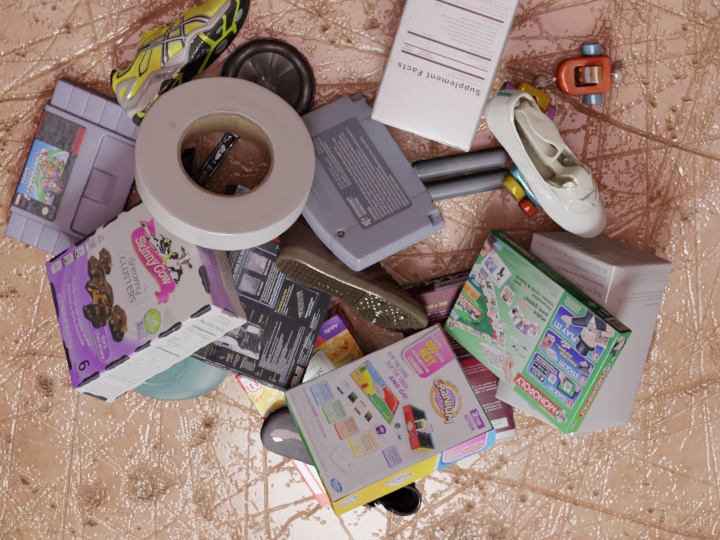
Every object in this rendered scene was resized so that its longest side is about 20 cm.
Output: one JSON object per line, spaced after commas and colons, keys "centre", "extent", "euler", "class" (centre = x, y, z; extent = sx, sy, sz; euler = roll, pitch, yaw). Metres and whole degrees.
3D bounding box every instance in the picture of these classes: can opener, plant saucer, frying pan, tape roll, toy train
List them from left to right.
{"centre": [-0.247, 0.084, 1.671], "extent": [0.198, 0.039, 0.203], "euler": [7, 124, 10], "class": "plant saucer"}
{"centre": [-0.149, -0.118, 1.534], "extent": [0.200, 0.037, 0.205], "euler": [4, 62, -8], "class": "tape roll"}
{"centre": [-0.138, -0.191, 1.613], "extent": [0.189, 0.031, 0.116], "euler": [-32, 94, -8], "class": "frying pan"}
{"centre": [0.078, -0.101, 1.640], "extent": [0.197, 0.067, 0.053], "euler": [-11, 106, -1], "class": "can opener"}
{"centre": [0.232, -0.156, 1.605], "extent": [0.148, 0.056, 0.203], "euler": [-1, 100, -9], "class": "toy train"}

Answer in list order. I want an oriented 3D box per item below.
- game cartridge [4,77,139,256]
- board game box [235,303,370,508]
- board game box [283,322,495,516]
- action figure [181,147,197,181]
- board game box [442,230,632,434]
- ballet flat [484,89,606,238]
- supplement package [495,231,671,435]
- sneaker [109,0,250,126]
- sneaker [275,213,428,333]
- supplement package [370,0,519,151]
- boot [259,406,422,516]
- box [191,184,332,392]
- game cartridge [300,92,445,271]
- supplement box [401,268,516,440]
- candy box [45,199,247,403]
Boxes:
{"centre": [-0.332, -0.111, 1.659], "extent": [0.128, 0.038, 0.202], "euler": [21, 104, -8], "class": "game cartridge"}
{"centre": [-0.036, 0.166, 1.718], "extent": [0.150, 0.046, 0.201], "euler": [-31, 102, 9], "class": "board game box"}
{"centre": [0.032, 0.166, 1.586], "extent": [0.198, 0.154, 0.041], "euler": [-22, 148, -7], "class": "board game box"}
{"centre": [-0.202, -0.035, 1.661], "extent": [0.128, 0.069, 0.203], "euler": [-14, 108, -2], "class": "action figure"}
{"centre": [0.191, 0.066, 1.562], "extent": [0.200, 0.029, 0.136], "euler": [41, 119, 31], "class": "board game box"}
{"centre": [0.212, -0.116, 1.544], "extent": [0.069, 0.070, 0.201], "euler": [-38, 102, 10], "class": "ballet flat"}
{"centre": [0.254, 0.069, 1.618], "extent": [0.121, 0.119, 0.203], "euler": [24, 109, 41], "class": "supplement package"}
{"centre": [-0.207, -0.259, 1.598], "extent": [0.200, 0.075, 0.076], "euler": [-46, 78, 3], "class": "sneaker"}
{"centre": [0.000, 0.000, 1.605], "extent": [0.198, 0.070, 0.076], "euler": [29, 60, -21], "class": "sneaker"}
{"centre": [0.100, -0.252, 1.563], "extent": [0.118, 0.121, 0.202], "euler": [19, 105, 2], "class": "supplement package"}
{"centre": [-0.024, 0.219, 1.639], "extent": [0.197, 0.132, 0.071], "euler": [10, 107, -1], "class": "boot"}
{"centre": [-0.113, 0.023, 1.623], "extent": [0.156, 0.050, 0.202], "euler": [22, 82, -22], "class": "box"}
{"centre": [-0.009, -0.099, 1.581], "extent": [0.132, 0.041, 0.201], "euler": [-24, 64, -16], "class": "game cartridge"}
{"centre": [0.114, 0.109, 1.692], "extent": [0.107, 0.061, 0.203], "euler": [-13, 105, 5], "class": "supplement box"}
{"centre": [-0.241, 0.022, 1.563], "extent": [0.199, 0.071, 0.169], "euler": [-30, 61, 19], "class": "candy box"}
